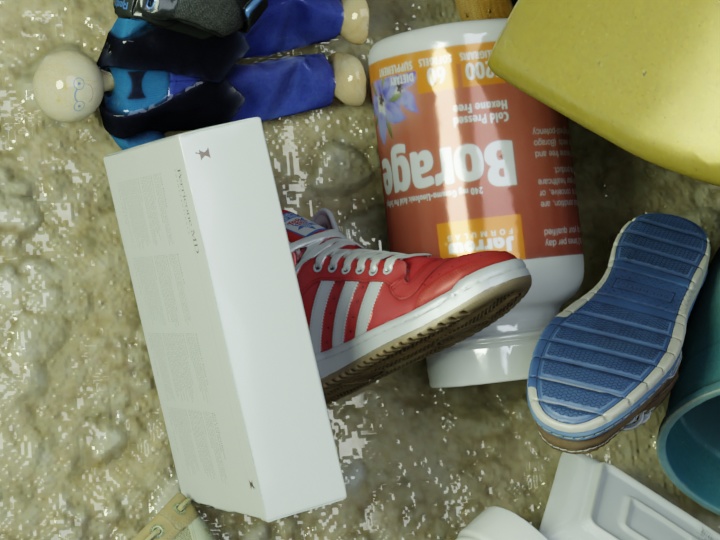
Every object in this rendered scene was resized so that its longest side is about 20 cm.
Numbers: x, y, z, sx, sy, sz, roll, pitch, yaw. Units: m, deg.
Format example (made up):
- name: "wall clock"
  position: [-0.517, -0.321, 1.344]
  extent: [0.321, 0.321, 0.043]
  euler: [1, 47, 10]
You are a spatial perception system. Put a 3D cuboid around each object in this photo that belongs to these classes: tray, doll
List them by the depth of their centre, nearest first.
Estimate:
- name: "doll"
  position: [-0.092, -0.119, 1.260]
  extent: [0.199, 0.048, 0.137]
  euler: [-12, 122, -27]
- name: "tray"
  position: [0.196, 0.176, 1.284]
  extent: [0.199, 0.022, 0.108]
  euler: [33, 28, -3]

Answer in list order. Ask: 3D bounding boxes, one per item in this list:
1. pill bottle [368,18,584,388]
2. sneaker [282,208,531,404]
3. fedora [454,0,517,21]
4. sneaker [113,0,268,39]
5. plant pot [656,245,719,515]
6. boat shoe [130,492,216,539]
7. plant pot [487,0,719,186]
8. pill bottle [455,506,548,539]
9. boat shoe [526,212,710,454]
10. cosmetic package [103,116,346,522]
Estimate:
- name: "pill bottle"
  position: [0.069, -0.037, 1.279]
  extent: [0.111, 0.112, 0.202]
  euler: [-6, 88, -18]
- name: "sneaker"
  position: [0.000, 0.000, 1.223]
  extent: [0.071, 0.199, 0.113]
  euler: [-2, 71, -50]
- name: "fedora"
  position: [0.143, -0.202, 1.325]
  extent: [0.199, 0.201, 0.082]
  euler: [10, 44, -15]
- name: "sneaker"
  position: [-0.116, -0.193, 1.167]
  extent: [0.199, 0.073, 0.112]
  euler: [35, 78, -30]
- name: "plant pot"
  position: [0.281, 0.032, 1.303]
  extent: [0.199, 0.200, 0.189]
  euler: [19, 59, -12]
- name: "boat shoe"
  position: [-0.161, 0.190, 1.191]
  extent: [0.200, 0.073, 0.063]
  euler: [-28, 81, -23]
- name: "plant pot"
  position: [0.230, -0.125, 1.185]
  extent: [0.195, 0.200, 0.195]
  euler: [10, 115, -49]
- name: "pill bottle"
  position: [0.030, 0.225, 1.219]
  extent: [0.200, 0.111, 0.111]
  euler: [-41, 92, -20]
- name: "boat shoe"
  position: [0.148, 0.049, 1.237]
  extent: [0.072, 0.073, 0.200]
  euler: [17, 38, 21]
- name: "cosmetic package"
  position: [-0.075, 0.026, 1.190]
  extent: [0.051, 0.151, 0.202]
  euler: [-14, 94, -19]
